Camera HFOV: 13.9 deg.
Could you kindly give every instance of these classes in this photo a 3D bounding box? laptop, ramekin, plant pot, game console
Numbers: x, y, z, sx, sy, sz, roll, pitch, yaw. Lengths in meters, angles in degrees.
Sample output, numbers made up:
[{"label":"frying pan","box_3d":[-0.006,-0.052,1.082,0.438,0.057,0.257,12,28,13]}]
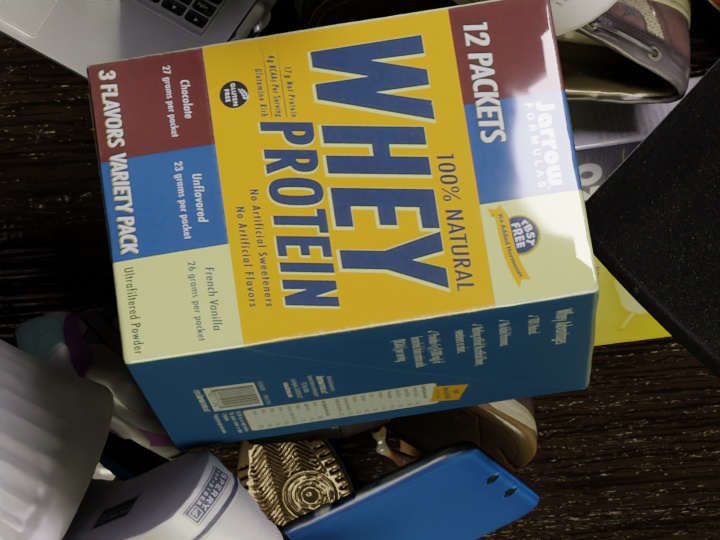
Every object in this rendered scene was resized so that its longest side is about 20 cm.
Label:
[{"label":"laptop","box_3d":[-0.118,-0.145,1.225,0.187,0.116,0.200,29,124,-15]},{"label":"ramekin","box_3d":[-0.220,0.122,1.514,0.098,0.201,0.200,33,133,-14]},{"label":"plant pot","box_3d":[0.263,-0.013,1.453,0.200,0.178,0.200,9,132,-46]},{"label":"game console","box_3d":[-0.020,0.109,1.566,0.118,0.171,0.200,-56,161,-3]}]

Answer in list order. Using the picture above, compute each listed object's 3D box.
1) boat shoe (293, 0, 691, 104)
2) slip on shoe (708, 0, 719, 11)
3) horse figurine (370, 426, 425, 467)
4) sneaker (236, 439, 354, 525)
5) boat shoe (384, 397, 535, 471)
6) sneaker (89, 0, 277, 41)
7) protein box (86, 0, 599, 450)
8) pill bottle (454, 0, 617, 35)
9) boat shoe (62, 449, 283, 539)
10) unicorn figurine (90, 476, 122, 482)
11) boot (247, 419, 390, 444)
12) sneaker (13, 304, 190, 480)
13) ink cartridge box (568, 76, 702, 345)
[{"label":"boat shoe","box_3d":[0.068,-0.115,1.417,0.200,0.065,0.073,1,147,-13]},{"label":"slip on shoe","box_3d":[0.176,-0.166,1.374,0.074,0.061,0.200,-18,147,10]},{"label":"horse figurine","box_3d":[0.022,0.149,1.725,0.050,0.200,0.133,7,155,37]},{"label":"sneaker","box_3d":[-0.019,0.148,1.803,0.071,0.113,0.200,-15,116,13]},{"label":"boat shoe","box_3d":[0.014,0.041,1.627,0.200,0.065,0.073,37,126,-23]},{"label":"sneaker","box_3d":[-0.072,-0.113,1.380,0.088,0.074,0.200,-10,147,4]},{"label":"protein box","box_3d":[-0.003,-0.015,1.319,0.200,0.135,0.199,-9,165,1]},{"label":"pill bottle","box_3d":[0.033,-0.188,1.256,0.114,0.115,0.200,-30,141,28]},{"label":"boat shoe","box_3d":[-0.107,0.142,1.451,0.065,0.074,0.200,42,153,-16]},{"label":"unicorn figurine","box_3d":[-0.149,0.199,1.551,0.200,0.137,0.074,-35,174,-25]},{"label":"boot","box_3d":[0.000,0.000,1.498,0.200,0.072,0.155,-18,104,22]},{"label":"sneaker","box_3d":[-0.096,0.080,1.658,0.140,0.078,0.200,-16,146,11]},{"label":"ink cartridge box","box_3d":[0.134,-0.026,1.588,0.200,0.047,0.198,-10,147,-4]}]
